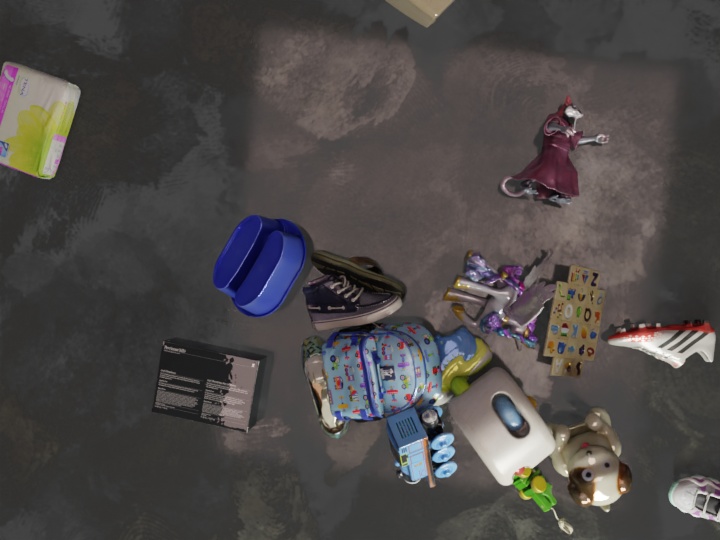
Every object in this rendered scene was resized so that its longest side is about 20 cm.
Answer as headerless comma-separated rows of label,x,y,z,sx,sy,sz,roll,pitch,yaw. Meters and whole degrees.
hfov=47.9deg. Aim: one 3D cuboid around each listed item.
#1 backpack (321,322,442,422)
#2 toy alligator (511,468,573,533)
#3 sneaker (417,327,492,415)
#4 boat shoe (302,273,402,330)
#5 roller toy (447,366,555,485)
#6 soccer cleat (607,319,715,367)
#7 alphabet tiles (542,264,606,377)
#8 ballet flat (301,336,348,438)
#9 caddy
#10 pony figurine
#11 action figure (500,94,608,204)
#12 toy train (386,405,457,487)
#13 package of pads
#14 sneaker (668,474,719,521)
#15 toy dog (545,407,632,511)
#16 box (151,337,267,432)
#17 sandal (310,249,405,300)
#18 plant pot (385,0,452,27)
backpack,0.046,0.187,1.498,0.197,0.134,0.187,-6,90,33
toy alligator,0.337,0.410,1.544,0.200,0.059,0.054,44,54,4
sneaker,0.153,0.189,1.557,0.199,0.076,0.106,-39,72,2
boat shoe,-0.022,0.050,1.529,0.197,0.075,0.094,-14,107,27
roller toy,0.259,0.276,1.457,0.139,0.183,0.201,-35,118,0
soccer cleat,0.562,0.139,1.509,0.195,0.069,0.087,-4,86,1
alphabet tiles,0.396,0.095,1.495,0.006,0.164,0.204,12,92,47
ballet flat,-0.068,0.227,1.573,0.073,0.074,0.204,-20,89,6
caddy,-0.190,-0.009,1.567,0.140,0.105,0.202,34,95,27
pony figurine,0.272,0.048,1.510,0.197,0.167,0.195,28,125,2
action figure,0.368,-0.228,1.525,0.147,0.133,0.204,1,75,47
toy train,0.112,0.328,1.499,0.112,0.202,0.088,-18,48,-6
package of pads,-0.662,-0.299,1.627,0.152,0.068,0.204,19,93,6
sneaker,0.670,0.431,1.462,0.196,0.140,0.080,8,92,5
toy dog,0.409,0.355,1.459,0.137,0.200,0.198,-9,90,6
box,-0.295,0.221,1.591,0.196,0.079,0.144,11,95,6
sandal,-0.001,-0.001,1.563,0.198,0.080,0.058,26,60,11
plant pot,0.118,-0.567,1.489,0.200,0.200,0.177,-43,98,5
